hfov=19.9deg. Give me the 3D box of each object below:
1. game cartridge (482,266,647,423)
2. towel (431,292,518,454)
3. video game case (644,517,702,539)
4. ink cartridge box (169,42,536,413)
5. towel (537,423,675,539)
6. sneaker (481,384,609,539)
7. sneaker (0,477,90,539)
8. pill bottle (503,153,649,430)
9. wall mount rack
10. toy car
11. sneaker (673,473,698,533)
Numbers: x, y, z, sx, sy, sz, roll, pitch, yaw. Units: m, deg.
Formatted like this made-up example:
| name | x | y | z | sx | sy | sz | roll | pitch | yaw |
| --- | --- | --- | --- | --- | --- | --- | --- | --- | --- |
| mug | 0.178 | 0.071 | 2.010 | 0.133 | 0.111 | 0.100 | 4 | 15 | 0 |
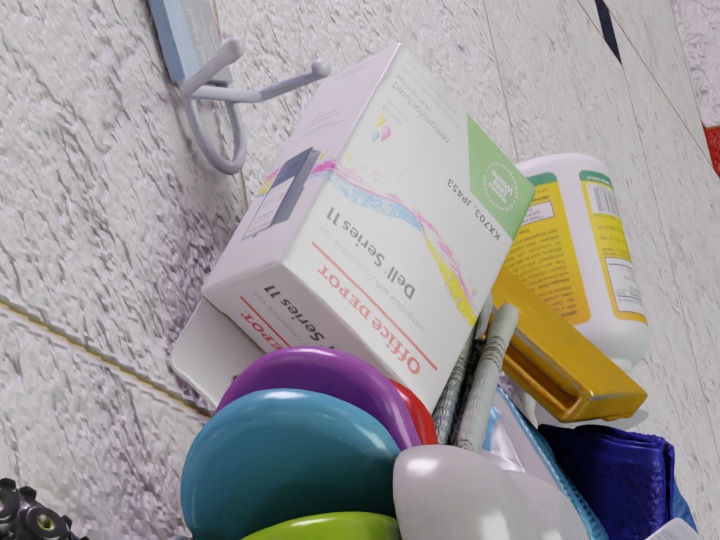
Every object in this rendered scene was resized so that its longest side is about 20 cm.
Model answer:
| name | x | y | z | sx | sy | sz | roll | pitch | yaw |
| --- | --- | --- | --- | --- | --- | --- | --- | --- | --- |
| game cartridge | 0.104 | 0.037 | 1.379 | 0.176 | 0.032 | 0.200 | 42 | 8 | 16 |
| towel | 0.042 | 0.127 | 1.071 | 0.200 | 0.034 | 0.194 | -71 | 174 | -64 |
| video game case | 0.057 | 0.204 | 0.868 | 0.022 | 0.182 | 0.200 | 46 | -27 | 23 |
| ink cartridge box | 0.000 | 0.000 | 1.018 | 0.117 | 0.067 | 0.201 | 45 | 51 | -23 |
| towel | 0.156 | 0.199 | 1.299 | 0.148 | 0.049 | 0.201 | -176 | -93 | -70 |
| sneaker | 0.081 | 0.127 | 1.292 | 0.077 | 0.081 | 0.200 | 48 | 8 | -34 |
| sneaker | -0.103 | 0.169 | 0.718 | 0.072 | 0.072 | 0.201 | -21 | 80 | -45 |
| pill bottle | 0.155 | 0.024 | 1.553 | 0.113 | 0.112 | 0.201 | 31 | 43 | -65 |
| wall mount rack | -0.080 | -0.155 | 1.065 | 0.174 | 0.074 | 0.201 | -8 | 80 | -73 |
| toy car | -0.008 | 0.106 | 0.864 | 0.200 | 0.174 | 0.151 | 28 | 43 | -65 |
| sneaker | 0.246 | 0.223 | 1.694 | 0.112 | 0.076 | 0.200 | 68 | 8 | 20 |
